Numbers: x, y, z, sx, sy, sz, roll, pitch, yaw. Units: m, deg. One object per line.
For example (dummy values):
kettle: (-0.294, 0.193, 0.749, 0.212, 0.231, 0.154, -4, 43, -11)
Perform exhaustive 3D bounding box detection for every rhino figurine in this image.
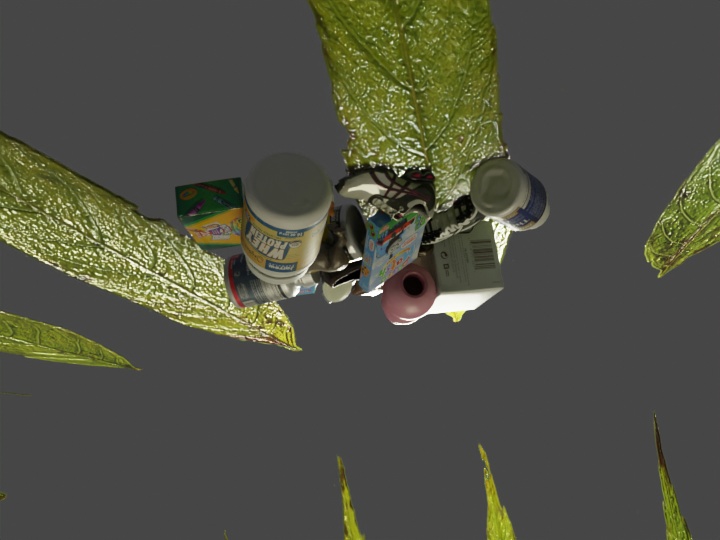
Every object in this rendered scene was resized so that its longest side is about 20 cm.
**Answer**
rhino figurine: (-0.110, -0.034, 1.415, 0.195, 0.090, 0.060, -5, -158, 19)

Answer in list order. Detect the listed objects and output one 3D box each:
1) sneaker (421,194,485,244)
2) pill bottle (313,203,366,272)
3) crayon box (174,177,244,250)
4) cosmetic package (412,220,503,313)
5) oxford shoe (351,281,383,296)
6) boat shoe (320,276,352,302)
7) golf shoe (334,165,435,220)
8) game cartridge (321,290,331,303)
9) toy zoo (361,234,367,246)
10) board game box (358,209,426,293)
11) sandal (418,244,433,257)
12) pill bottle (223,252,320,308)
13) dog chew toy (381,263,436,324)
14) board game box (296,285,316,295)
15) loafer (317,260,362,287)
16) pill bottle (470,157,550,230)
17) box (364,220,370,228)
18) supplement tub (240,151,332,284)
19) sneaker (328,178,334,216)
sneaker: (0.200, -0.101, 1.598, 0.089, 0.068, 0.198, 6, 157, -40)
pill bottle: (-0.091, -0.057, 1.495, 0.195, 0.116, 0.112, -15, 164, 19)
crayon box: (-0.256, -0.100, 1.345, 0.115, 0.060, 0.200, -9, 165, -1)
cosmetic package: (0.223, -0.004, 1.766, 0.162, 0.172, 0.200, -5, 164, -13)
oxford shoe: (0.048, 0.018, 1.776, 0.073, 0.072, 0.198, -43, 160, 33)
boat shoe: (-0.060, -0.010, 1.642, 0.070, 0.061, 0.204, -15, 140, -9)
golf shoe: (0.051, -0.139, 1.337, 0.195, 0.091, 0.077, -2, 165, -19)
game cartridge: (-0.034, 0.025, 1.835, 0.132, 0.041, 0.200, -34, 177, -17)
toy zoo: (0.083, -0.084, 1.530, 0.132, 0.020, 0.199, -52, 156, 6)
board game box: (0.068, -0.062, 1.463, 0.150, 0.037, 0.202, -35, 154, -29)
sandal: (0.086, -0.036, 1.696, 0.196, 0.055, 0.082, -10, -152, 32)
pill bottle: (-0.196, 0.007, 1.648, 0.195, 0.123, 0.120, -13, 165, 12)
dog chew toy: (0.103, 0.066, 1.698, 0.121, 0.128, 0.201, -6, 159, -11)
board game box: (-0.183, 0.020, 1.847, 0.148, 0.046, 0.200, -7, 164, -10)
loafer: (0.000, 0.000, 1.589, 0.196, 0.063, 0.073, -10, 139, -31)
pill bottle: (0.299, -0.140, 1.431, 0.109, 0.114, 0.198, -18, 163, 30)
box: (0.004, -0.061, 1.655, 0.074, 0.051, 0.198, 2, 162, -40)
supplement tub: (-0.129, -0.082, 1.239, 0.141, 0.148, 0.202, -5, 148, -16)
sneaker: (-0.124, -0.100, 1.377, 0.072, 0.087, 0.198, 3, 162, -44)
